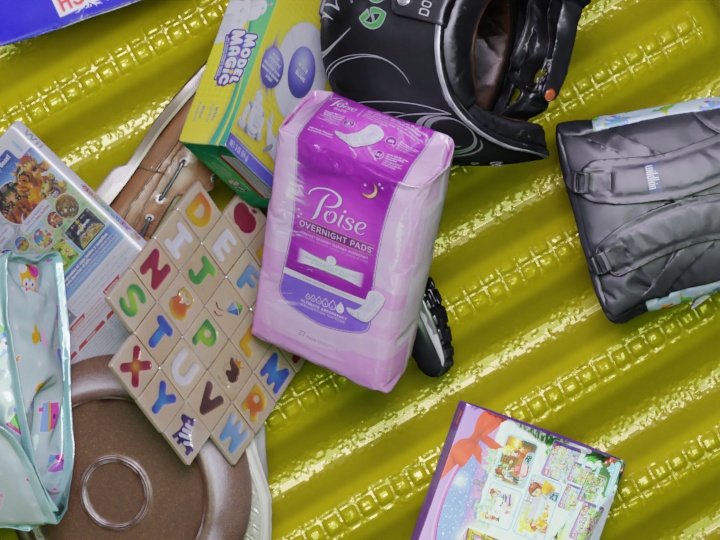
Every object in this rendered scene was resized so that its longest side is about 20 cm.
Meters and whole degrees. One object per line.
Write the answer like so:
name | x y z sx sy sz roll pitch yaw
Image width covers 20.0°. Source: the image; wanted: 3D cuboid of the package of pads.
package of pads | -0.007 -0.018 1.471 0.120 0.076 0.201 21 128 13

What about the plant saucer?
plant saucer | -0.180 0.164 1.533 0.198 0.032 0.202 1 97 12

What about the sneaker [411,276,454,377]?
sneaker | 0.000 0.000 1.575 0.087 0.076 0.201 -27 88 10

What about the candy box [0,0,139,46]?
candy box | -0.222 -0.288 1.514 0.168 0.077 0.202 -17 101 3

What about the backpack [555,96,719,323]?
backpack | 0.268 -0.061 1.566 0.198 0.154 0.165 -18 86 16

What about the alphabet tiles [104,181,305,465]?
alphabet tiles | -0.107 0.038 1.512 0.167 0.006 0.200 55 47 -24

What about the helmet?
helmet | 0.066 -0.169 1.505 0.199 0.190 0.202 -6 101 -32

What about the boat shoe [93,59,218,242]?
boat shoe | -0.137 -0.085 1.556 0.068 0.072 0.200 39 98 -3

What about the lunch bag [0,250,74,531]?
lunch bag | -0.301 0.093 1.493 0.169 0.122 0.202 -5 89 15

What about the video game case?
video game case | -0.228 0.006 1.539 0.200 0.018 0.143 44 113 -4

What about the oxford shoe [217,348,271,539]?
oxford shoe | -0.098 0.147 1.561 0.075 0.058 0.202 -5 96 25

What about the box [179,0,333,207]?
box | -0.059 -0.159 1.523 0.048 0.117 0.202 7 71 30

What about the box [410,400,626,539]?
box | 0.109 0.218 1.589 0.136 0.039 0.202 20 88 -6
